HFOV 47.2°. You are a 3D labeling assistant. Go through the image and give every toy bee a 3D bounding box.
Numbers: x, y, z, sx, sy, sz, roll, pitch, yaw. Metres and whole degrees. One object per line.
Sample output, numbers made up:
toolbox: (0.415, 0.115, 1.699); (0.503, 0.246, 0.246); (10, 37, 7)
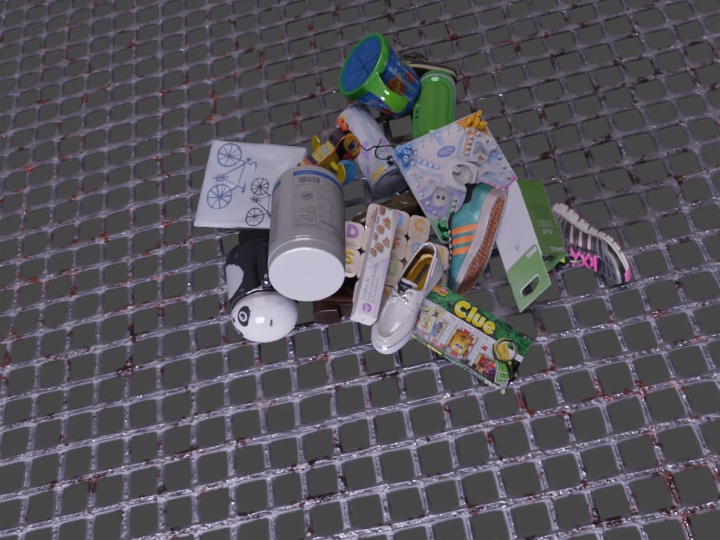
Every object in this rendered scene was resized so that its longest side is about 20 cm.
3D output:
toy bee: (-0.045, -0.217, 1.485); (0.130, 0.110, 0.200); (24, 59, 35)

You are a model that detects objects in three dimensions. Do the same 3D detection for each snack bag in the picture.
snack bag: (-0.200, -0.159, 1.536); (0.196, 0.021, 0.192); (4, 65, 7)

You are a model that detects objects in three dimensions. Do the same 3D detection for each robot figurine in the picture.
robot figurine: (-0.175, 0.026, 1.440); (0.123, 0.150, 0.203); (-22, 58, 19)

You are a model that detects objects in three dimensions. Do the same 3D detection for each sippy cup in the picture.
sippy cup: (0.046, -0.375, 1.625); (0.138, 0.129, 0.181); (-19, 54, 46)

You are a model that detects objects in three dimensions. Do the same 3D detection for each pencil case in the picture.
pencil case: (0.022, -0.235, 1.609); (0.082, 0.091, 0.202); (-28, 55, -1)

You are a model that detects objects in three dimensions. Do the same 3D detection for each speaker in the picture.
speaker: (0.147, -0.296, 1.622); (0.087, 0.089, 0.203); (-2, 58, 12)

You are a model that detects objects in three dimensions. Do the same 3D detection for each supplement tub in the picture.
supplement tub: (-0.089, -0.066, 1.381); (0.129, 0.133, 0.203); (-8, 48, 7)

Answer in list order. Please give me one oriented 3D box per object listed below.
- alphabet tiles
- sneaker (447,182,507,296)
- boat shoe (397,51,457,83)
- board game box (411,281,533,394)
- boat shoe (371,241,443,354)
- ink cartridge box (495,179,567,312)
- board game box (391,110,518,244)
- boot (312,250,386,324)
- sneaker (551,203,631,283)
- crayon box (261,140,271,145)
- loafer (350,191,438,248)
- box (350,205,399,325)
alphabet tiles: (0.057, -0.018, 1.426); (0.196, 0.015, 0.199); (14, 65, -8)
sneaker: (0.185, -0.055, 1.433); (0.079, 0.071, 0.203); (27, 103, 33)
boat shoe: (0.111, -0.424, 1.719); (0.197, 0.072, 0.067); (9, 65, 23)
board game box: (0.177, 0.108, 1.370); (0.198, 0.024, 0.106); (30, 68, 12)
boat shoe: (0.075, 0.040, 1.353); (0.070, 0.070, 0.201); (25, 68, 26)
ink cartridge box: (0.289, -0.042, 1.403); (0.058, 0.104, 0.203); (0, 61, -26)
board game box: (0.186, -0.177, 1.510); (0.197, 0.026, 0.202); (-25, 78, -17)
boot: (0.000, 0.000, 1.489); (0.182, 0.065, 0.203); (0, 50, 1)
sneaker: (0.374, -0.032, 1.412); (0.087, 0.074, 0.200); (-35, 52, -11)
crayon box: (-0.155, -0.140, 1.565); (0.119, 0.059, 0.200); (-42, 65, -12)
loafer: (0.061, -0.096, 1.520); (0.197, 0.077, 0.067); (-18, 28, -21)
box: (0.025, -0.010, 1.386); (0.038, 0.042, 0.204); (16, 66, -9)
